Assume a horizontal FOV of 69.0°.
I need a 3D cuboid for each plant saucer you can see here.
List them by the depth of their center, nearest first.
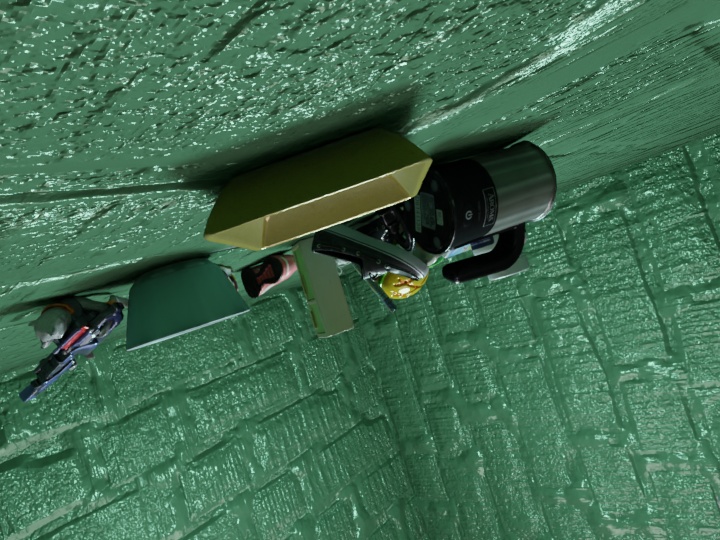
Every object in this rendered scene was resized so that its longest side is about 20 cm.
[{"bbox_3d":[-0.038,-0.077,0.512,0.197,0.049,0.200,-19,179,2],"label":"plant saucer"}]

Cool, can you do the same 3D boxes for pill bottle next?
[{"bbox_3d":[0.284,-0.089,1.108,0.118,0.204,0.120,-17,179,0],"label":"pill bottle"}]

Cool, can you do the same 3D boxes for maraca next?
[{"bbox_3d":[0.095,-0.016,1.118,0.136,0.107,0.202,-28,151,-31],"label":"maraca"}]

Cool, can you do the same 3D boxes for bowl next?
[{"bbox_3d":[-0.288,0.047,0.847,0.197,0.107,0.201,-18,178,-1],"label":"bowl"}]

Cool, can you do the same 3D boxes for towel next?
[{"bbox_3d":[0.000,0.000,1.041,0.022,0.201,0.147,-39,178,0],"label":"towel"}]

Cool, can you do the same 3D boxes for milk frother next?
[{"bbox_3d":[0.141,-0.101,0.773,0.185,0.183,0.200,-17,-139,-26],"label":"milk frother"}]

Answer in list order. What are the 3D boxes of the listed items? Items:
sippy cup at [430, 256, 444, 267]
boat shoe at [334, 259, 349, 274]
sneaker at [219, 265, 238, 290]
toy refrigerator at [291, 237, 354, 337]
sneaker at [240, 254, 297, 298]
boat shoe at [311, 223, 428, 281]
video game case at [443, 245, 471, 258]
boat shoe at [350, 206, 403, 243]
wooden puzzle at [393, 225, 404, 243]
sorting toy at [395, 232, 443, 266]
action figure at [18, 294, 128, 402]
[{"bbox_3d":[0.154,-0.083,1.382,0.174,0.142,0.130,-8,-172,-9],"label":"sippy cup"},{"bbox_3d":[-0.052,-0.037,1.278,0.086,0.075,0.202,-35,-175,1],"label":"boat shoe"},{"bbox_3d":[-0.287,0.044,1.051,0.074,0.092,0.200,-18,179,6],"label":"sneaker"},{"bbox_3d":[-0.083,0.035,1.096,0.069,0.203,0.076,-17,179,-22],"label":"toy refrigerator"},{"bbox_3d":[-0.206,0.011,1.225,0.086,0.075,0.199,-19,179,-43],"label":"sneaker"},{"bbox_3d":[0.012,-0.018,0.854,0.197,0.067,0.070,24,170,-3],"label":"boat shoe"},{"bbox_3d":[0.299,-0.128,1.306,0.180,0.022,0.202,-18,144,-43],"label":"video game case"},{"bbox_3d":[0.044,-0.080,1.076,0.197,0.067,0.074,-20,178,40],"label":"boat shoe"},{"bbox_3d":[0.072,-0.068,1.210,0.185,0.037,0.200,-44,178,4],"label":"wooden puzzle"},{"bbox_3d":[0.136,-0.075,0.956,0.198,0.108,0.180,-27,176,-31],"label":"sorting toy"},{"bbox_3d":[-0.460,0.100,0.822,0.200,0.105,0.194,-44,178,-10],"label":"action figure"}]
